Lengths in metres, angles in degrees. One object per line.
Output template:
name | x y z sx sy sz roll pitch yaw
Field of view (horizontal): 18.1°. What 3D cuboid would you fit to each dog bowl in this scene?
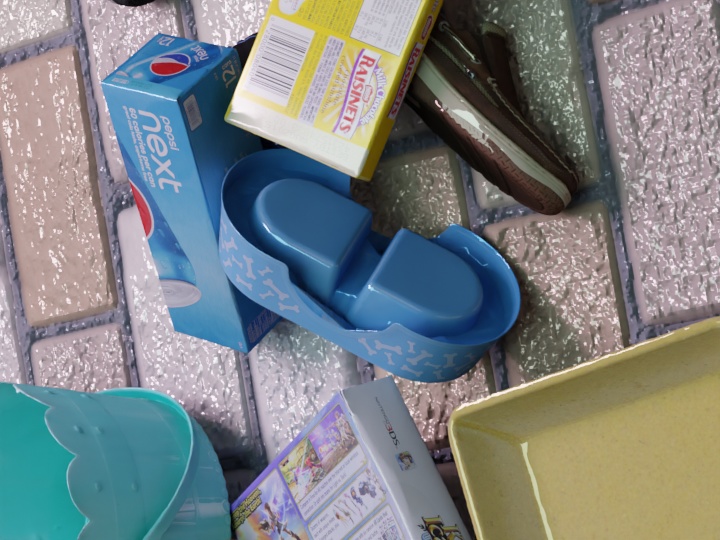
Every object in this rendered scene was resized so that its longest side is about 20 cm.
dog bowl | 0.000 0.000 1.405 0.199 0.112 0.050 28 131 3

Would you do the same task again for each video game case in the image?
video game case | 0.003 0.190 1.423 0.182 0.045 0.200 63 145 15

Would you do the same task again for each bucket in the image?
bucket | -0.191 0.172 1.521 0.207 0.134 0.209 -4 84 49

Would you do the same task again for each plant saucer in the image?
plant saucer | 0.165 0.148 1.294 0.199 0.048 0.201 -21 79 32

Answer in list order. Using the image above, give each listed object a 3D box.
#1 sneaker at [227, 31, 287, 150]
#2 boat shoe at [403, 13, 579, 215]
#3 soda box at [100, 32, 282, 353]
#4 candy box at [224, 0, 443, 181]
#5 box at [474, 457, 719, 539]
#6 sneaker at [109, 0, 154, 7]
sneaker | -0.080 -0.118 1.509 0.199 0.070 0.078 8 75 39
boat shoe | 0.066 -0.122 1.398 0.202 0.075 0.075 42 84 11
soda box | -0.101 -0.048 1.460 0.068 0.064 0.201 15 133 34
candy box | -0.002 -0.165 1.376 0.102 0.026 0.201 24 93 22
box | 0.167 0.191 1.353 0.199 0.049 0.161 -6 86 35
sneaker | -0.141 -0.265 1.537 0.087 0.074 0.201 38 116 28
